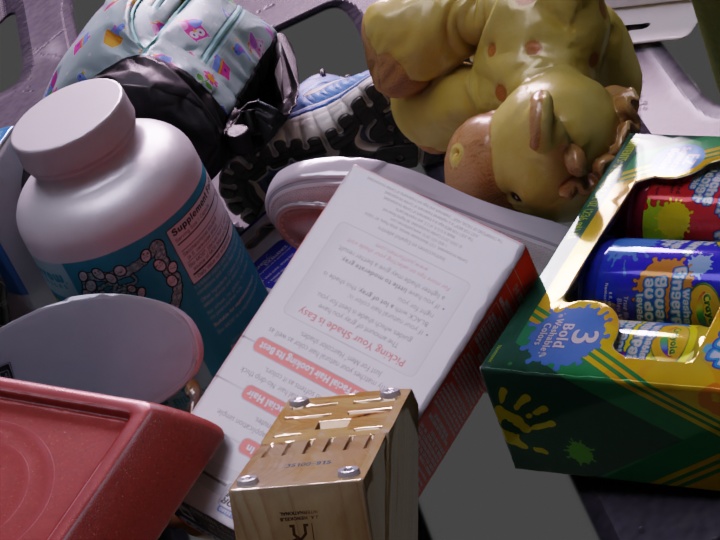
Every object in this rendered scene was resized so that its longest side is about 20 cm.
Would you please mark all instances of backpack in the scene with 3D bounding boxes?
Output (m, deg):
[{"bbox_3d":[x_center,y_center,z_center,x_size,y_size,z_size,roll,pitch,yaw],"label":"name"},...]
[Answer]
[{"bbox_3d":[-0.123,-0.111,1.558,0.167,0.127,0.200,-36,17,31],"label":"backpack"}]

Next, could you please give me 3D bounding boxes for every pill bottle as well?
[{"bbox_3d":[-0.125,-0.008,1.434,0.110,0.200,0.111,-20,30,12],"label":"pill bottle"}]

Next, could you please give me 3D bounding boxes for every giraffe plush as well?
[{"bbox_3d":[0.102,-0.087,1.433,0.200,0.172,0.163,-42,38,39],"label":"giraffe plush"}]

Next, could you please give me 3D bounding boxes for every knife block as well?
[{"bbox_3d":[-0.009,0.164,1.163,0.064,0.176,0.200,-5,14,11],"label":"knife block"}]

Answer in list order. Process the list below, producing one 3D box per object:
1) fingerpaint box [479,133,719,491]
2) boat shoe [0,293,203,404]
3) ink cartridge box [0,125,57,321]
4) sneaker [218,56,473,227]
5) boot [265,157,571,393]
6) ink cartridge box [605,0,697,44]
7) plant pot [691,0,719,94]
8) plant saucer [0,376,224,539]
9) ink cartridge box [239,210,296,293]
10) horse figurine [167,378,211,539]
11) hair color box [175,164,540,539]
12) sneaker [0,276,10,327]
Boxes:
[{"bbox_3d":[0.180,0.016,1.278,0.166,0.074,0.200,4,41,33],"label":"fingerpaint box"},{"bbox_3d":[-0.175,0.061,1.389,0.199,0.074,0.068,-20,-4,14],"label":"boat shoe"},{"bbox_3d":[-0.283,0.006,1.587,0.199,0.145,0.084,-11,33,24],"label":"ink cartridge box"},{"bbox_3d":[-0.001,-0.104,1.612,0.199,0.079,0.089,-21,33,8],"label":"sneaker"},{"bbox_3d":[0.032,0.006,1.365,0.199,0.074,0.096,14,49,12],"label":"boot"},{"bbox_3d":[0.193,-0.231,1.669,0.116,0.068,0.200,-3,38,35],"label":"ink cartridge box"},{"bbox_3d":[0.254,-0.183,1.410,0.199,0.190,0.200,-9,31,6],"label":"plant pot"},{"bbox_3d":[-0.197,0.119,1.226,0.199,0.037,0.200,8,45,27],"label":"plant saucer"},{"bbox_3d":[0.000,0.000,1.491,0.095,0.037,0.200,-43,36,-25],"label":"ink cartridge box"},{"bbox_3d":[-0.052,0.096,1.364,0.199,0.050,0.133,-21,35,0],"label":"horse figurine"},{"bbox_3d":[-0.005,0.059,1.285,0.111,0.064,0.200,27,74,25],"label":"hair color box"},{"bbox_3d":[-0.293,0.051,1.507,0.199,0.115,0.076,-15,8,20],"label":"sneaker"}]
